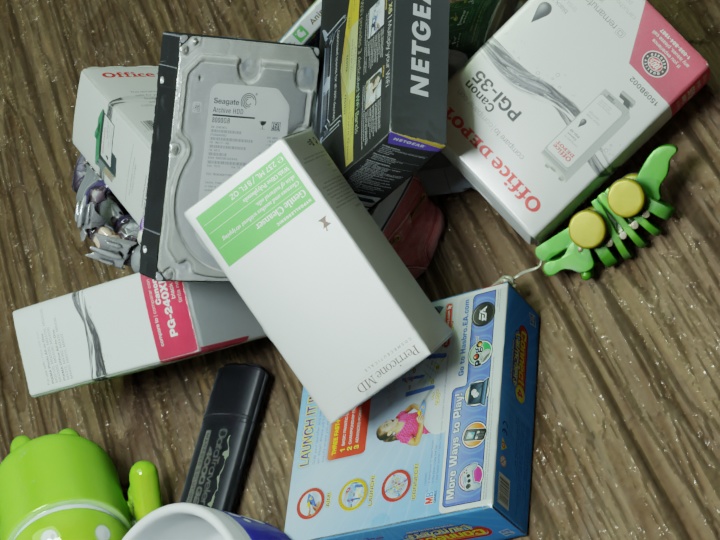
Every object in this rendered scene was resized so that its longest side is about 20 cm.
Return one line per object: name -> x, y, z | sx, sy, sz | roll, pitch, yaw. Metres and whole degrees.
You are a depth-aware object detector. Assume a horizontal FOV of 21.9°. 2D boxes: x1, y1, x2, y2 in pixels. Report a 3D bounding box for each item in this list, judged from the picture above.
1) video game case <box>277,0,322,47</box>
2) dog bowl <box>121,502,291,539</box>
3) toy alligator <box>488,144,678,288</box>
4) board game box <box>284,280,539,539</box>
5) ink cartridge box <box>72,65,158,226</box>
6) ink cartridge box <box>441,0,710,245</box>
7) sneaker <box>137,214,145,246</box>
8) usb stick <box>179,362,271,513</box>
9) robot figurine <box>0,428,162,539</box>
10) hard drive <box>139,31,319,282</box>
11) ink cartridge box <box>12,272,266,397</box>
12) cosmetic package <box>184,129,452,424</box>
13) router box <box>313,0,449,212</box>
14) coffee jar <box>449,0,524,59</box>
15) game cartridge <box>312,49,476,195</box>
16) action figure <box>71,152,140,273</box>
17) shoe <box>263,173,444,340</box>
video game case -> -0.028, -0.233, 1.739 | 0.182, 0.022, 0.200 | -48, -1, 1
dog bowl -> -0.124, 0.287, 1.447 | 0.199, 0.078, 0.202 | -19, 62, 42
toy alligator -> 0.186, -0.021, 1.485 | 0.200, 0.059, 0.054 | -40, 85, 16
board game box -> 0.042, 0.127, 1.486 | 0.194, 0.056, 0.202 | -15, 51, 31
ink cartridge box -> -0.172, -0.118, 1.769 | 0.200, 0.145, 0.085 | 46, 131, 49
ink cartridge box -> 0.164, -0.140, 1.514 | 0.200, 0.083, 0.147 | -44, 83, 3
sneaker -> -0.110, -0.064, 1.627 | 0.199, 0.084, 0.080 | -18, 0, -30
usb stick -> -0.123, 0.171, 1.607 | 0.055, 0.033, 0.202 | -3, 58, 30
robot figurine -> -0.257, 0.222, 1.607 | 0.173, 0.117, 0.200 | -6, 33, -14
hard drive -> -0.107, -0.091, 1.537 | 0.038, 0.139, 0.202 | 17, 102, 53
ink cartridge box -> -0.189, 0.045, 1.661 | 0.198, 0.145, 0.084 | -15, 89, 30
cosmetic package -> -0.031, 0.003, 1.447 | 0.107, 0.201, 0.085 | -37, -2, 17
router box -> 0.016, -0.165, 1.507 | 0.157, 0.052, 0.202 | 142, 135, -59
coffee jar -> 0.057, -0.186, 1.682 | 0.198, 0.085, 0.105 | -5, 48, 37
game cartridge -> 0.023, -0.128, 1.641 | 0.198, 0.135, 0.040 | -5, 24, 36
action figure -> -0.224, -0.048, 1.792 | 0.070, 0.129, 0.200 | -58, 34, 10
shoe -> 0.000, 0.000, 1.578 | 0.071, 0.091, 0.201 | 11, 61, 45
